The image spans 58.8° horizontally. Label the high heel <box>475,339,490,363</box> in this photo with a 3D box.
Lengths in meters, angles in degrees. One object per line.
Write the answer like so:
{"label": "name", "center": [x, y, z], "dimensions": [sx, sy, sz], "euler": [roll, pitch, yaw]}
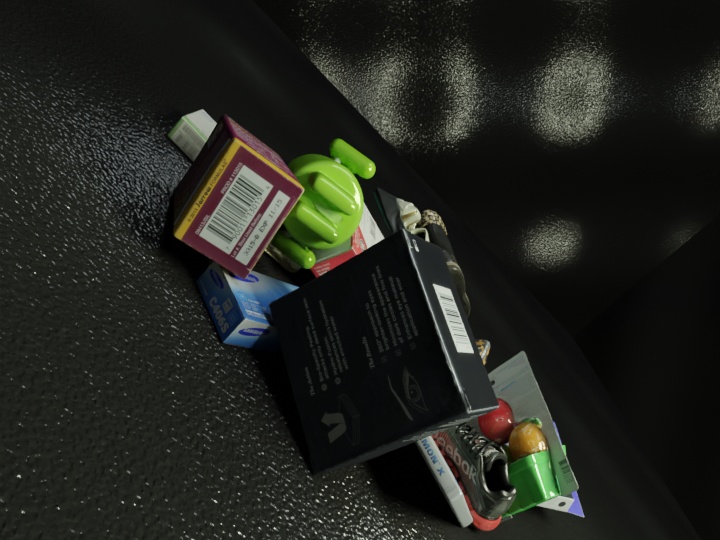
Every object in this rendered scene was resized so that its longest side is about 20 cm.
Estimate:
{"label": "high heel", "center": [0.168, 0.137, 1.175], "dimensions": [0.071, 0.142, 0.202], "euler": [39, 19, -23]}

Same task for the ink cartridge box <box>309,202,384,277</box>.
{"label": "ink cartridge box", "center": [0.000, 0.000, 1.018], "dimensions": [0.202, 0.081, 0.149], "euler": [57, 22, -36]}

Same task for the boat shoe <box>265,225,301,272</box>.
{"label": "boat shoe", "center": [-0.158, -0.074, 0.972], "dimensions": [0.200, 0.062, 0.074], "euler": [44, 43, -7]}

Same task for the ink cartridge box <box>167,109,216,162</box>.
{"label": "ink cartridge box", "center": [-0.229, -0.205, 1.083], "dimensions": [0.145, 0.048, 0.201], "euler": [45, 19, -11]}

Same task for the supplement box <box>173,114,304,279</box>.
{"label": "supplement box", "center": [-0.159, -0.098, 0.797], "dimensions": [0.102, 0.132, 0.201], "euler": [32, 10, -25]}

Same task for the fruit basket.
{"label": "fruit basket", "center": [0.231, 0.254, 0.967], "dimensions": [0.091, 0.186, 0.205], "euler": [5, 56, -30]}

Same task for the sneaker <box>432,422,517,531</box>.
{"label": "sneaker", "center": [0.159, 0.260, 0.920], "dimensions": [0.069, 0.099, 0.204], "euler": [-3, 53, -36]}

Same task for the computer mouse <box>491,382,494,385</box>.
{"label": "computer mouse", "center": [0.272, 0.313, 1.210], "dimensions": [0.200, 0.053, 0.137], "euler": [47, 32, 18]}

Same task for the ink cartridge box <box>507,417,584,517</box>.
{"label": "ink cartridge box", "center": [0.308, 0.321, 1.143], "dimensions": [0.195, 0.044, 0.201], "euler": [20, 38, -21]}

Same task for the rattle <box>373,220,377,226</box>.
{"label": "rattle", "center": [0.038, 0.021, 1.148], "dimensions": [0.201, 0.126, 0.147], "euler": [71, 25, -64]}

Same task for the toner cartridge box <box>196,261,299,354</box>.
{"label": "toner cartridge box", "center": [-0.110, 0.056, 0.813], "dimensions": [0.198, 0.043, 0.096], "euler": [23, 28, -55]}

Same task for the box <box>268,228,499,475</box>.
{"label": "box", "center": [0.023, 0.095, 0.722], "dimensions": [0.117, 0.196, 0.202], "euler": [16, 51, -60]}

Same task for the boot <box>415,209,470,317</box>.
{"label": "boot", "center": [0.142, 0.004, 1.156], "dimensions": [0.202, 0.071, 0.154], "euler": [72, 3, -53]}

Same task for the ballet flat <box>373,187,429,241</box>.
{"label": "ballet flat", "center": [0.078, -0.066, 1.086], "dimensions": [0.072, 0.072, 0.204], "euler": [27, 38, -49]}

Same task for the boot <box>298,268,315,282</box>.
{"label": "boot", "center": [-0.095, -0.067, 1.082], "dimensions": [0.201, 0.077, 0.138], "euler": [51, 21, 10]}

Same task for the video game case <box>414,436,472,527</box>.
{"label": "video game case", "center": [0.087, 0.233, 0.839], "dimensions": [0.185, 0.022, 0.201], "euler": [59, -3, 31]}

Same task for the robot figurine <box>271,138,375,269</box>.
{"label": "robot figurine", "center": [-0.061, -0.098, 0.884], "dimensions": [0.114, 0.178, 0.200], "euler": [31, 5, -17]}
